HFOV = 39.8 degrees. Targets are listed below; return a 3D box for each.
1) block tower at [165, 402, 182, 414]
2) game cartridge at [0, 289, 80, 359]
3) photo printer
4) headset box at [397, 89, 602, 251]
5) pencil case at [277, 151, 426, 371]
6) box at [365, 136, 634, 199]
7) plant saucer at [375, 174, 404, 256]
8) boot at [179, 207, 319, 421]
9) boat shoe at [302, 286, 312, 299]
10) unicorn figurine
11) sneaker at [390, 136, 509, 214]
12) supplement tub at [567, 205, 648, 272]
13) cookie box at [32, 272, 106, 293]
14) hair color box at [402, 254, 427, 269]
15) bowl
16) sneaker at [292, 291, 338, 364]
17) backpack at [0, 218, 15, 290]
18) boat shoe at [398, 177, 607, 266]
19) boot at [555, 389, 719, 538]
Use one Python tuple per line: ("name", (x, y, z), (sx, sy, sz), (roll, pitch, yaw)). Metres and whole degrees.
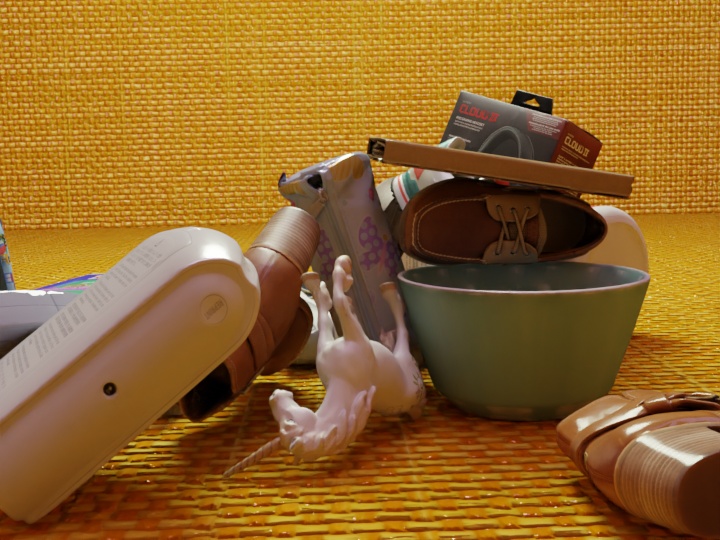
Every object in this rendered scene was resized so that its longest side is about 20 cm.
("block tower", (-0.156, 0.077, 0.868), (0.057, 0.055, 0.200), (0, 6, 8))
("game cartridge", (-0.283, 0.070, 0.693), (0.198, 0.041, 0.134), (-8, -33, -44))
("photo printer", (-0.153, 0.050, 0.625), (0.200, 0.070, 0.166), (-42, 19, -13))
("headset box", (0.144, -0.085, 1.020), (0.077, 0.202, 0.148), (18, 7, -45))
("pencil case", (0.000, 0.000, 0.846), (0.082, 0.202, 0.091), (-21, 6, -5))
("box", (0.107, -0.088, 0.834), (0.197, 0.022, 0.164), (7, 7, -6))
("plant saucer", (0.008, -0.020, 1.062), (0.034, 0.202, 0.200), (28, 15, 13))
("boot", (-0.095, 0.061, 0.789), (0.073, 0.201, 0.156), (21, 50, 7))
("boat shoe", (-0.075, 0.031, 1.200), (0.198, 0.063, 0.074), (-7, 11, -35))
("unicorn figurine", (-0.006, 0.067, 0.698), (0.198, 0.139, 0.073), (11, -31, -44))
("sneaker", (0.110, -0.037, 0.928), (0.093, 0.201, 0.070), (-42, -27, 23))
("supplement tub", (0.202, -0.003, 1.098), (0.139, 0.143, 0.199), (-7, 8, -39))
("cookie box", (-0.249, 0.049, 1.028), (0.169, 0.076, 0.200), (-1, 6, 13))
("hair color box", (0.080, 0.000, 1.273), (0.060, 0.101, 0.198), (-7, 9, -45))
("bowl", (0.128, 0.054, 0.790), (0.198, 0.107, 0.201), (-2, 7, 0))
("sneaker", (-0.093, 0.049, 0.996), (0.081, 0.076, 0.199), (-5, 8, -39))
("backpack", (-0.408, 0.030, 0.847), (0.197, 0.185, 0.135), (-14, 0, -5))
("boat shoe", (0.123, -0.039, 0.825), (0.198, 0.077, 0.071), (-7, 10, -31))
("boot", (0.222, 0.097, 0.567), (0.197, 0.075, 0.155), (0, 2, -12))
